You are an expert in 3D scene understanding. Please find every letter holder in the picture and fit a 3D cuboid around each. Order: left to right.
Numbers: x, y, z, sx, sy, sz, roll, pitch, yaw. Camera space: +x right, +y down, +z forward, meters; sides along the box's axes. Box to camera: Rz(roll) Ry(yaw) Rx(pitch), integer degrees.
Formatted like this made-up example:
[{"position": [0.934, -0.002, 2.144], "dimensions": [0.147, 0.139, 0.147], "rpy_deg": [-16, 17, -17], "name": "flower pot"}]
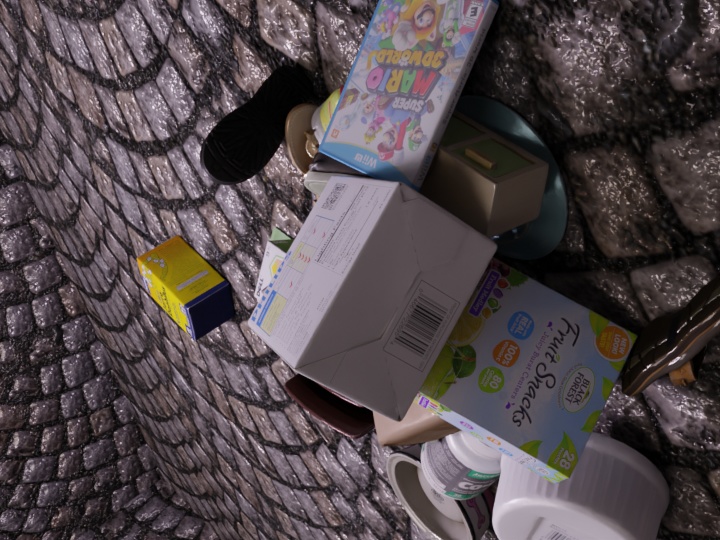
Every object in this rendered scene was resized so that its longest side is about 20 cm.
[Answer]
[{"position": [-0.033, 0.162, 1.358], "dimensions": [0.200, 0.142, 0.101], "rpy_deg": [27, 141, 45], "name": "letter holder"}]

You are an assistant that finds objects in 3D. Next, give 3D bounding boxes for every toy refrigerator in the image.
[{"position": [0.092, -0.118, 0.868], "dimensions": [0.200, 0.076, 0.070], "rpy_deg": [41, 140, 39], "name": "toy refrigerator"}]

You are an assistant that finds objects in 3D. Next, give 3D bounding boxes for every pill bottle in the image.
[{"position": [0.158, 0.233, 1.152], "dimensions": [0.113, 0.113, 0.200], "rpy_deg": [48, 152, 16], "name": "pill bottle"}]

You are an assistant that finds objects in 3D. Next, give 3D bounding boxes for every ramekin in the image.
[{"position": [0.251, 0.283, 0.988], "dimensions": [0.200, 0.098, 0.201], "rpy_deg": [17, 140, 15], "name": "ramekin"}]

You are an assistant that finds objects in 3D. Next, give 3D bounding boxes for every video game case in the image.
[{"position": [0.043, -0.191, 0.852], "dimensions": [0.143, 0.018, 0.201], "rpy_deg": [31, 102, 40], "name": "video game case"}]

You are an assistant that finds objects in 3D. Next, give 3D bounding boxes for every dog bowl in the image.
[{"position": [0.135, 0.360, 1.372], "dimensions": [0.200, 0.074, 0.201], "rpy_deg": [40, 148, 31], "name": "dog bowl"}]

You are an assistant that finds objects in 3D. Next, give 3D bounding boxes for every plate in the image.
[{"position": [0.141, -0.094, 0.927], "dimensions": [0.200, 0.026, 0.201], "rpy_deg": [38, 147, 31], "name": "plate"}]

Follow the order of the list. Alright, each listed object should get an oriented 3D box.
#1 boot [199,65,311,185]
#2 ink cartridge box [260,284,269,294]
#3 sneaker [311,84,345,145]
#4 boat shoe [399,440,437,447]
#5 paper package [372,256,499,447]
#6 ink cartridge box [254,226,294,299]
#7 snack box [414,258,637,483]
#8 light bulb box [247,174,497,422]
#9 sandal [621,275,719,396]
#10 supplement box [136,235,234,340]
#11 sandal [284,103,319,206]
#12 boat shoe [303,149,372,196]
[{"position": [-0.156, -0.172, 1.145], "dimensions": [0.079, 0.211, 0.158], "rpy_deg": [44, 149, -10], "name": "boot"}, {"position": [-0.042, 0.088, 1.194], "dimensions": [0.148, 0.085, 0.200], "rpy_deg": [57, -175, 25], "name": "ink cartridge box"}, {"position": [0.014, -0.141, 1.030], "dimensions": [0.200, 0.078, 0.090], "rpy_deg": [52, 148, 8], "name": "sneaker"}, {"position": [0.064, 0.160, 1.184], "dimensions": [0.200, 0.060, 0.076], "rpy_deg": [-98, 1, -54], "name": "boat shoe"}, {"position": [0.092, 0.099, 1.026], "dimensions": [0.200, 0.103, 0.191], "rpy_deg": [-38, 57, 55], "name": "paper package"}, {"position": [-0.115, 0.014, 1.383], "dimensions": [0.200, 0.059, 0.104], "rpy_deg": [34, 117, 37], "name": "ink cartridge box"}, {"position": [0.158, 0.096, 0.878], "dimensions": [0.199, 0.169, 0.068], "rpy_deg": [29, 163, 7], "name": "snack box"}, {"position": [0.003, 0.018, 0.856], "dimensions": [0.125, 0.199, 0.200], "rpy_deg": [31, 177, -21], "name": "light bulb box"}, {"position": [0.309, 0.071, 0.796], "dimensions": [0.054, 0.082, 0.200], "rpy_deg": [31, 143, 1], "name": "sandal"}, {"position": [-0.378, 0.036, 1.824], "dimensions": [0.200, 0.109, 0.109], "rpy_deg": [39, 148, 32], "name": "supplement box"}, {"position": [-0.035, -0.126, 1.128], "dimensions": [0.070, 0.078, 0.212], "rpy_deg": [39, 156, 38], "name": "sandal"}, {"position": [0.033, -0.108, 0.958], "dimensions": [0.200, 0.061, 0.072], "rpy_deg": [11, 162, 21], "name": "boat shoe"}]
